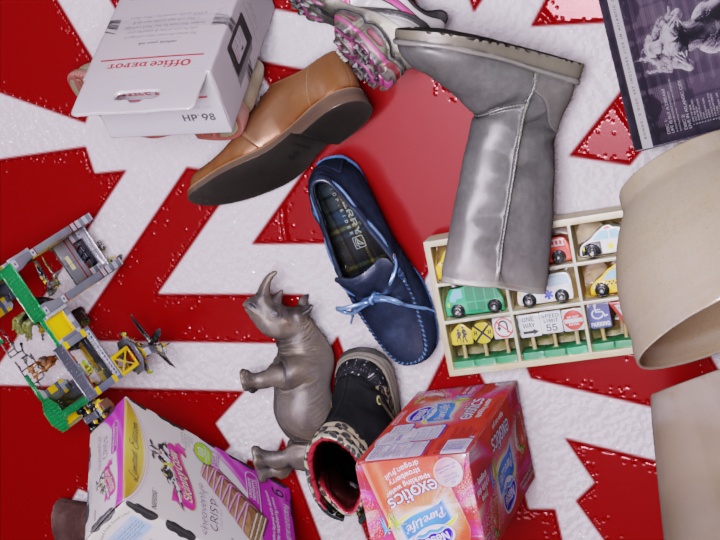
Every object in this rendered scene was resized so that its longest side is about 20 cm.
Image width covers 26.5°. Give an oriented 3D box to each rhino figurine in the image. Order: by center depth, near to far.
[{"bbox_3d":[-0.065,0.097,1.399,0.086,0.060,0.203,-7,102,-1],"label":"rhino figurine"}]

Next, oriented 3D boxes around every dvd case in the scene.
[{"bbox_3d":[0.275,-0.185,1.179,0.199,0.016,0.150,-13,92,49],"label":"dvd case"}]

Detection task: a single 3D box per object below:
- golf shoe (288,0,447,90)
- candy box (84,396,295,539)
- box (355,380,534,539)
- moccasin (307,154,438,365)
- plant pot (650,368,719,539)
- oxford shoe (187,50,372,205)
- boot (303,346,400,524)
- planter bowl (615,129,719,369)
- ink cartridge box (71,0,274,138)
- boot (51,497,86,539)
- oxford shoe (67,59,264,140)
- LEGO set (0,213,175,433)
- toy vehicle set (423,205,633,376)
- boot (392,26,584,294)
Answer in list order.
[{"bbox_3d":[-0.014,-0.248,1.294,0.092,0.073,0.200,-41,82,-12],"label":"golf shoe"},{"bbox_3d":[-0.150,0.218,1.377,0.199,0.137,0.061,32,116,-27],"label":"candy box"},{"bbox_3d":[0.077,0.170,1.299,0.099,0.200,0.097,-8,101,19],"label":"box"},{"bbox_3d":[0.000,0.000,1.347,0.080,0.068,0.201,-28,97,22],"label":"moccasin"},{"bbox_3d":[0.320,0.165,1.244,0.198,0.200,0.175,-22,80,22],"label":"plant pot"},{"bbox_3d":[-0.078,-0.122,1.352,0.199,0.071,0.072,-32,65,24],"label":"oxford shoe"},{"bbox_3d":[0.004,0.190,1.347,0.073,0.154,0.206,-7,112,16],"label":"boot"},{"bbox_3d":[0.283,-0.027,1.199,0.199,0.200,0.136,-29,71,22],"label":"planter bowl"},{"bbox_3d":[-0.154,-0.176,1.277,0.114,0.201,0.067,-1,138,18],"label":"ink cartridge box"},{"bbox_3d":[-0.215,0.313,1.517,0.165,0.072,0.202,-6,104,31],"label":"boot"},{"bbox_3d":[-0.172,-0.165,1.368,0.198,0.074,0.071,12,147,27],"label":"oxford shoe"},{"bbox_3d":[-0.268,0.043,1.443,0.201,0.116,0.154,51,142,3],"label":"LEGO set"},{"bbox_3d":[0.162,0.018,1.324,0.198,0.027,0.126,-9,102,19],"label":"toy vehicle set"},{"bbox_3d":[0.092,-0.089,1.254,0.180,0.073,0.202,12,101,-14],"label":"boot"}]
